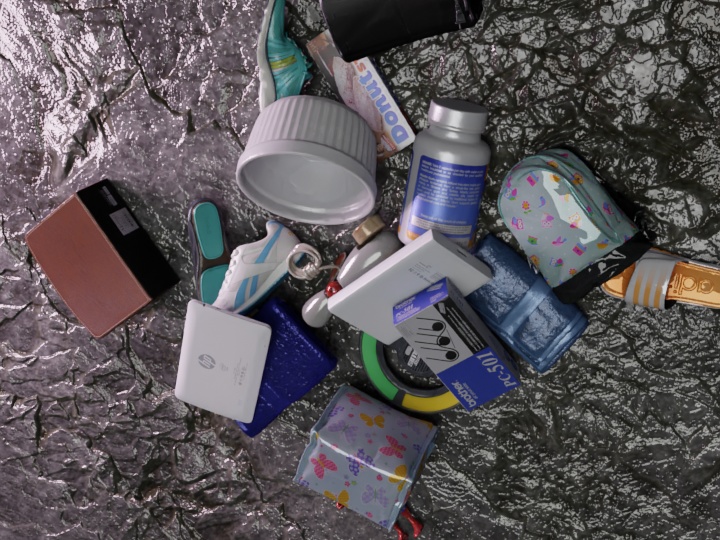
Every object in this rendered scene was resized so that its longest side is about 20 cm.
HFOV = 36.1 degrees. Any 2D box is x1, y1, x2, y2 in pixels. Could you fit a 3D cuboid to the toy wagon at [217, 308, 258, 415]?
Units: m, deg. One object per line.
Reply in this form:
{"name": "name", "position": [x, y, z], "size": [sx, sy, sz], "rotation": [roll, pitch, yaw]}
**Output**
{"name": "toy wagon", "position": [-0.194, 0.153, 1.755], "size": [0.154, 0.040, 0.202], "rotation": [27, 111, 7]}

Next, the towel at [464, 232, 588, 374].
{"name": "towel", "position": [0.225, 0.047, 1.599], "size": [0.200, 0.049, 0.112], "rotation": [41, 111, 1]}

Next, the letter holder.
{"name": "letter holder", "position": [-0.409, -0.015, 1.737], "size": [0.141, 0.101, 0.201], "rotation": [-34, 95, 24]}

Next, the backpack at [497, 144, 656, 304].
{"name": "backpack", "position": [0.281, -0.071, 1.504], "size": [0.166, 0.126, 0.201], "rotation": [-36, 88, 29]}

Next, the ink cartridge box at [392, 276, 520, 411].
{"name": "ink cartridge box", "position": [0.138, 0.107, 1.567], "size": [0.093, 0.044, 0.200], "rotation": [-29, 122, 19]}

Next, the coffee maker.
{"name": "coffee maker", "position": [0.049, -0.362, 1.452], "size": [0.197, 0.192, 0.137], "rotation": [-13, 102, 19]}

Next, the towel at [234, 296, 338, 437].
{"name": "towel", "position": [-0.148, 0.146, 1.697], "size": [0.200, 0.050, 0.148], "rotation": [-40, 99, 22]}

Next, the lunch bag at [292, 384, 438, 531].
{"name": "lunch bag", "position": [0.016, 0.265, 1.641], "size": [0.168, 0.200, 0.128], "rotation": [24, 119, 7]}

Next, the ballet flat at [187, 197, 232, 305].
{"name": "ballet flat", "position": [-0.230, -0.013, 1.704], "size": [0.072, 0.073, 0.203], "rotation": [-5, 100, 17]}

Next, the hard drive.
{"name": "hard drive", "position": [0.069, 0.027, 1.555], "size": [0.199, 0.027, 0.131], "rotation": [-34, 133, 30]}

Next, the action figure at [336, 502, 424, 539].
{"name": "action figure", "position": [0.006, 0.356, 1.727], "size": [0.065, 0.099, 0.201], "rotation": [-40, 89, 30]}

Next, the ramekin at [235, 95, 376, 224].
{"name": "ramekin", "position": [-0.069, -0.157, 1.549], "size": [0.197, 0.201, 0.106], "rotation": [3, 65, 15]}

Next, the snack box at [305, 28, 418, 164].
{"name": "snack box", "position": [0.004, -0.258, 1.586], "size": [0.071, 0.024, 0.201], "rotation": [-30, 96, 22]}

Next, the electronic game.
{"name": "electronic game", "position": [0.092, 0.122, 1.659], "size": [0.197, 0.042, 0.203], "rotation": [6, 111, 16]}

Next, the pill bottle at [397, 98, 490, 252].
{"name": "pill bottle", "position": [0.121, -0.131, 1.543], "size": [0.110, 0.112, 0.203], "rotation": [14, 109, 11]}

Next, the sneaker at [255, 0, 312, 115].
{"name": "sneaker", "position": [-0.108, -0.298, 1.590], "size": [0.078, 0.078, 0.203], "rotation": [-1, 114, 4]}

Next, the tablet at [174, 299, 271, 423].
{"name": "tablet", "position": [-0.207, 0.139, 1.646], "size": [0.128, 0.014, 0.202], "rotation": [18, 127, 4]}

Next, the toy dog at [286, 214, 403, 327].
{"name": "toy dog", "position": [0.000, 0.000, 1.626], "size": [0.198, 0.096, 0.134], "rotation": [-20, 87, 26]}

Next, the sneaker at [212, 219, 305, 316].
{"name": "sneaker", "position": [-0.173, 0.013, 1.664], "size": [0.081, 0.077, 0.200], "rotation": [45, 78, 3]}

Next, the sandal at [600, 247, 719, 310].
{"name": "sandal", "position": [0.433, 0.017, 1.524], "size": [0.203, 0.059, 0.080], "rotation": [7, 108, 14]}
